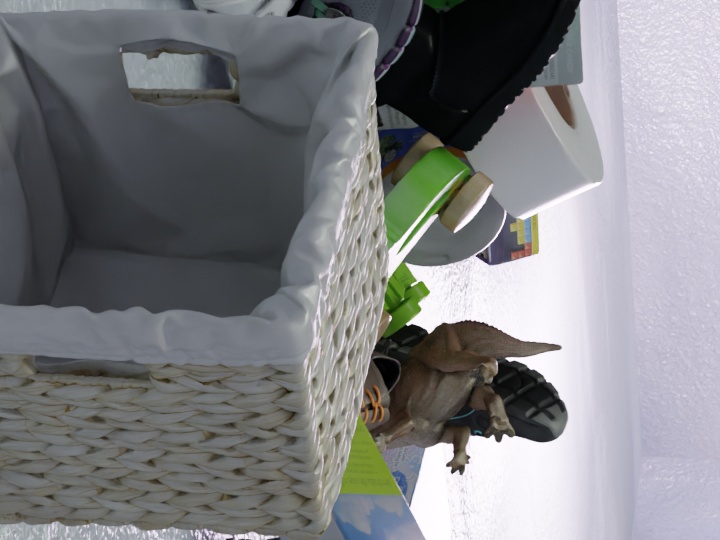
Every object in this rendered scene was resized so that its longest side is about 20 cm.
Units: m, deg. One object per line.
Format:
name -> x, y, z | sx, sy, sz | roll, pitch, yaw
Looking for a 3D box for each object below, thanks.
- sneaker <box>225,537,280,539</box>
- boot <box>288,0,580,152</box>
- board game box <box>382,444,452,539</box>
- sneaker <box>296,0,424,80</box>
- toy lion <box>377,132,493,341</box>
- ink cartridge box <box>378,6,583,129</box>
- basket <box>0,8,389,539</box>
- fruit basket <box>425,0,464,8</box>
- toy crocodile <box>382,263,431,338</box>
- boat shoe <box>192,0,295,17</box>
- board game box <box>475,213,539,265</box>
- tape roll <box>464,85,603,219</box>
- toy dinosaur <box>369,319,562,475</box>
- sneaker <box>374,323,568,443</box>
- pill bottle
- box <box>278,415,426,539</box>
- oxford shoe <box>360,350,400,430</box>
sneaker -> -0.064, 0.236, 1.412 | 0.200, 0.075, 0.114 | -58, 141, -68
boot -> 0.039, -0.167, 1.443 | 0.198, 0.162, 0.073 | -52, -156, 44
board game box -> 0.044, 0.255, 1.932 | 0.199, 0.043, 0.200 | -73, 159, -54
sneaker -> -0.027, -0.127, 1.374 | 0.200, 0.074, 0.088 | -57, 177, 32
toy lion -> 0.000, 0.000, 1.504 | 0.200, 0.069, 0.192 | -52, 174, 10
ink cartridge box -> 0.059, -0.185, 1.582 | 0.057, 0.200, 0.163 | 85, 5, -62
basket -> -0.093, 0.003, 0.979 | 0.161, 0.198, 0.200 | 81, 16, -45
fruit basket -> 0.028, -0.267, 1.477 | 0.216, 0.215, 0.156 | 69, 26, -59
toy crocodile -> 0.011, 0.016, 1.743 | 0.068, 0.062, 0.200 | 54, 12, -3
boat shoe -> -0.066, -0.176, 1.352 | 0.200, 0.074, 0.067 | -49, 138, -71
board game box -> 0.092, -0.124, 1.906 | 0.165, 0.057, 0.200 | -144, -134, -60
tape roll -> 0.115, -0.143, 1.674 | 0.202, 0.071, 0.202 | 56, 18, -29
toy dinosaur -> 0.054, 0.087, 1.703 | 0.086, 0.200, 0.136 | 44, 11, -34
sneaker -> 0.082, 0.106, 1.779 | 0.075, 0.200, 0.079 | -21, 126, -50
pill bottle -> 0.051, -0.108, 1.752 | 0.200, 0.112, 0.112 | -98, 178, -46
box -> -0.010, 0.162, 1.414 | 0.200, 0.048, 0.122 | 61, 20, 18
oxford shoe -> -0.019, 0.094, 1.579 | 0.200, 0.073, 0.071 | -55, 143, -68
